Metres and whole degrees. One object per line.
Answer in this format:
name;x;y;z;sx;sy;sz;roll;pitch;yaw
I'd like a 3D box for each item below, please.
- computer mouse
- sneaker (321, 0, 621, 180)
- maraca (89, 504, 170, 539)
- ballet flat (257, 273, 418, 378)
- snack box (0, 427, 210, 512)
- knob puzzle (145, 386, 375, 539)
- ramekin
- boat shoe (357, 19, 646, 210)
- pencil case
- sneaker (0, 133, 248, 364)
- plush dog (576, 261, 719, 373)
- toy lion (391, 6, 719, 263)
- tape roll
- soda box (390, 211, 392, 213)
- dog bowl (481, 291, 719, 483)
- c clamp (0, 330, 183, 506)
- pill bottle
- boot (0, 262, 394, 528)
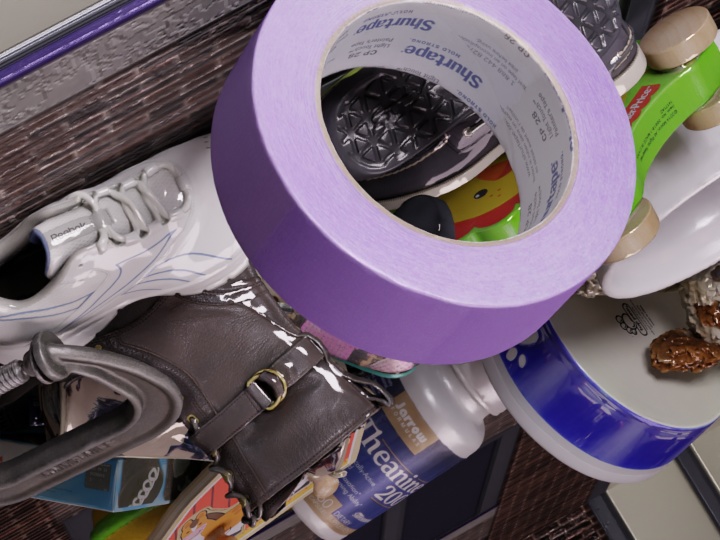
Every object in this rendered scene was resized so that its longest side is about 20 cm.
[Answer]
computer mouse;0.009;0.014;1.480;0.034;0.059;0.200;2;151;-19
sneaker;0.047;-0.114;1.364;0.199;0.072;0.083;-27;-171;-14
maraca;-0.114;0.158;1.826;0.199;0.107;0.137;-19;170;-45
ballet flat;-0.049;0.008;1.438;0.069;0.199;0.072;-40;136;-51
snack box;-0.159;0.128;1.646;0.116;0.037;0.200;7;-177;25
knob puzzle;-0.062;0.145;1.660;0.219;0.030;0.220;-35;162;-13
ramekin;0.225;-0.076;1.683;0.200;0.098;0.201;-28;162;-10
boat shoe;0.068;-0.103;1.458;0.199;0.073;0.063;-27;123;6
pencil case;-0.098;0.082;1.500;0.199;0.090;0.078;6;-170;-19
sneaker;-0.125;-0.016;1.295;0.199;0.075;0.087;-33;160;4
plush dog;0.268;-0.016;1.881;0.200;0.172;0.160;-38;166;17
toy lion;0.115;-0.069;1.513;0.191;0.069;0.200;-5;-143;46
tape roll;0.031;-0.058;1.197;0.199;0.201;0.066;-22;164;-32
soda box;0.000;0.000;1.611;0.068;0.064;0.200;-39;163;32
dog bowl;0.190;0.061;1.931;0.200;0.201;0.079;-14;155;-49
c clamp;-0.203;0.083;1.333;0.199;0.027;0.171;-23;143;19
pill bottle;0.029;0.121;1.982;0.200;0.111;0.111;-34;165;13
boot;-0.103;0.070;1.394;0.200;0.175;0.069;-34;-179;12
